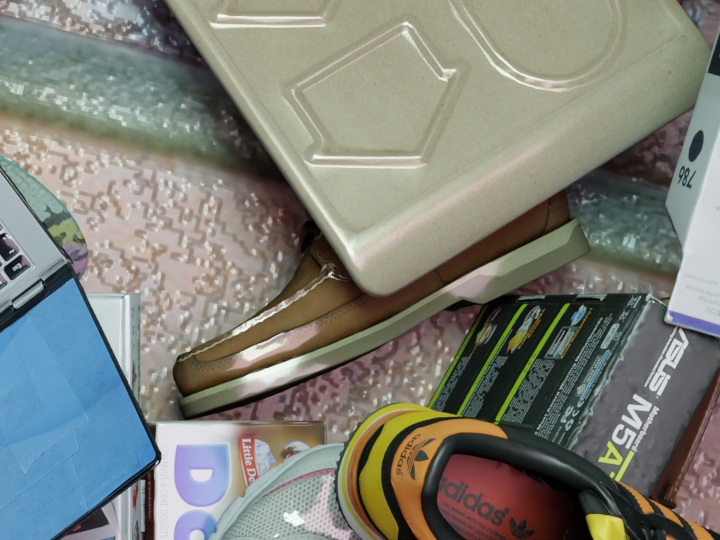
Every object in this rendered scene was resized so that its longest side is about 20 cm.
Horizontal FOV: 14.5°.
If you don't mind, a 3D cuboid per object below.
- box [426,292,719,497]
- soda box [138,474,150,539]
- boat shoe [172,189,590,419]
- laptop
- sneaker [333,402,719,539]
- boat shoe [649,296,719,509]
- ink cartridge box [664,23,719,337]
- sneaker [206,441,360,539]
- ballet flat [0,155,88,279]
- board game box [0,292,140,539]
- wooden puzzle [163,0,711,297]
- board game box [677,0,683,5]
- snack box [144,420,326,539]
[{"bbox_3d":[0.052,0.104,1.158,0.047,0.193,0.201,31,80,-12],"label":"box"},{"bbox_3d":[-0.070,0.177,1.183,0.063,0.071,0.201,-3,90,-18],"label":"soda box"},{"bbox_3d":[0.000,0.000,1.213,0.199,0.072,0.068,-25,92,-25],"label":"boat shoe"},{"bbox_3d":[-0.202,0.036,1.056,0.187,0.116,0.200,-36,95,3],"label":"laptop"},{"bbox_3d":[0.088,0.110,1.021,0.199,0.090,0.070,27,82,-13],"label":"sneaker"},{"bbox_3d":[0.108,0.106,1.230,0.072,0.067,0.201,38,80,-37],"label":"boat shoe"},{"bbox_3d":[0.182,-0.066,1.096,0.099,0.039,0.201,17,93,-16],"label":"ink cartridge box"},{"bbox_3d":[-0.037,0.158,1.083,0.081,0.088,0.201,31,82,-13],"label":"sneaker"},{"bbox_3d":[-0.201,-0.039,1.143,0.200,0.071,0.069,36,112,-13],"label":"ballet flat"},{"bbox_3d":[-0.187,0.072,1.132,0.199,0.035,0.127,0,90,6],"label":"board game box"},{"bbox_3d":[0.023,-0.112,1.195,0.185,0.046,0.200,-31,83,-15],"label":"wooden puzzle"},{"bbox_3d":[0.064,-0.180,1.256,0.199,0.019,0.103,28,81,-15],"label":"board game box"},{"bbox_3d":[-0.051,0.161,1.138,0.072,0.024,0.201,0,89,-15],"label":"snack box"}]
